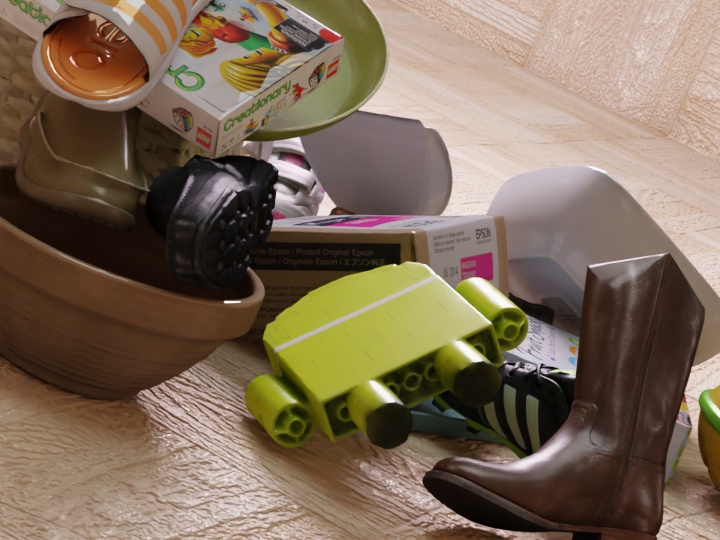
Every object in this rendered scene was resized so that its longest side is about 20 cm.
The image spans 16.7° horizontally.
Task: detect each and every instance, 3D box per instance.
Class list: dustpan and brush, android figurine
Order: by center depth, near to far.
[{"bbox_3d":[0.012,0.052,1.566,0.181,0.041,0.200,-25,25,-13],"label":"android figurine"},{"bbox_3d":[0.026,-0.055,2.008,0.139,0.201,0.057,12,36,34],"label":"dustpan and brush"}]

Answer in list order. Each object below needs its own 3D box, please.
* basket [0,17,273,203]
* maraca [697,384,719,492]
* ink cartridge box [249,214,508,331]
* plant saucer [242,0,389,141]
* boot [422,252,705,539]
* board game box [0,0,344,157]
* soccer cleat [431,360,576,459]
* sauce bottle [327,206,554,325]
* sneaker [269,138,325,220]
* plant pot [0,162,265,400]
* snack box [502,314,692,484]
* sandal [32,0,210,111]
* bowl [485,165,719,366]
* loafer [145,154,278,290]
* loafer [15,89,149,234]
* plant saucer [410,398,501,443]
[{"bbox_3d":[-0.174,-0.120,1.721,0.199,0.199,0.161,28,39,13],"label":"basket"},{"bbox_3d":[0.322,0.145,1.809,0.137,0.107,0.200,21,16,-31],"label":"maraca"},{"bbox_3d":[0.000,0.000,1.769,0.164,0.076,0.200,0,4,21],"label":"ink cartridge box"},{"bbox_3d":[-0.081,-0.146,1.612,0.199,0.031,0.201,9,42,-8],"label":"plant saucer"},{"bbox_3d":[0.134,0.072,1.558,0.186,0.201,0.064,22,-15,-33],"label":"boot"},{"bbox_3d":[-0.126,-0.158,1.560,0.200,0.035,0.126,33,46,21],"label":"board game box"},{"bbox_3d":[0.115,0.089,1.673,0.200,0.081,0.067,40,22,29],"label":"soccer cleat"},{"bbox_3d":[0.058,0.013,1.969,0.199,0.066,0.066,23,13,-4],"label":"sauce bottle"},{"bbox_3d":[-0.067,-0.075,2.048,0.081,0.089,0.200,22,13,-6],"label":"sneaker"},{"bbox_3d":[-0.167,0.016,1.503,0.200,0.093,0.201,23,13,-6],"label":"plant pot"},{"bbox_3d":[0.150,0.084,1.869,0.199,0.053,0.142,23,12,-1],"label":"snack box"},{"bbox_3d":[-0.137,-0.176,1.506,0.079,0.059,0.207,20,43,9],"label":"sandal"},{"bbox_3d":[0.188,0.012,1.990,0.200,0.075,0.200,49,-18,-14],"label":"bowl"},{"bbox_3d":[-0.097,-0.031,1.479,0.070,0.068,0.201,7,13,5],"label":"loafer"},{"bbox_3d":[-0.173,-0.080,1.522,0.076,0.068,0.200,18,14,-22],"label":"loafer"},{"bbox_3d":[0.027,0.092,1.706,0.199,0.019,0.070,13,17,-43],"label":"plant saucer"}]
